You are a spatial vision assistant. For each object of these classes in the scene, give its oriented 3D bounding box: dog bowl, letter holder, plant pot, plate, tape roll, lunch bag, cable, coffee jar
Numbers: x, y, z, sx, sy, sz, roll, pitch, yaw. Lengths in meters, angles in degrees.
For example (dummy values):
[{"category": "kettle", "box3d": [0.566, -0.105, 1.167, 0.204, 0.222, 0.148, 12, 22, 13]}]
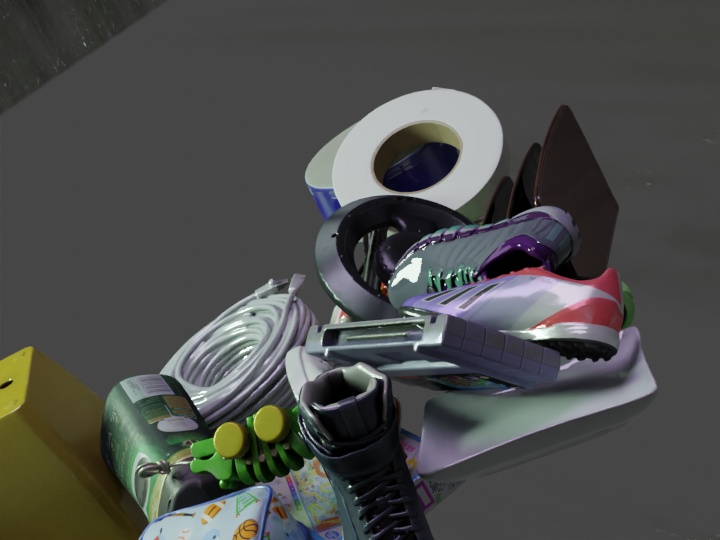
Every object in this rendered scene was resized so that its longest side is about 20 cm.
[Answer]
[{"category": "dog bowl", "box3d": [0.036, -0.123, 1.896, 0.199, 0.079, 0.200, -24, 24, 11]}, {"category": "letter holder", "box3d": [0.169, -0.053, 1.525, 0.100, 0.143, 0.200, -17, 26, 25]}, {"category": "plant pot", "box3d": [-0.337, 0.197, 1.548, 0.199, 0.177, 0.200, -26, 24, 4]}, {"category": "plate", "box3d": [0.146, 0.115, 1.299, 0.199, 0.032, 0.200, -20, 11, 9]}, {"category": "tape roll", "box3d": [0.067, -0.117, 1.752, 0.202, 0.037, 0.204, -12, 49, 14]}, {"category": "lunch bag", "box3d": [-0.125, 0.269, 1.268, 0.160, 0.076, 0.200, -23, 32, 24]}, {"category": "cable", "box3d": [0.000, 0.000, 1.613, 0.050, 0.097, 0.201, 10, 60, -5]}, {"category": "cable", "box3d": [-0.126, 0.107, 1.616, 0.199, 0.069, 0.200, -29, 25, 14]}, {"category": "coffee jar", "box3d": [-0.168, 0.182, 1.441, 0.085, 0.105, 0.200, -2, 25, -29]}]

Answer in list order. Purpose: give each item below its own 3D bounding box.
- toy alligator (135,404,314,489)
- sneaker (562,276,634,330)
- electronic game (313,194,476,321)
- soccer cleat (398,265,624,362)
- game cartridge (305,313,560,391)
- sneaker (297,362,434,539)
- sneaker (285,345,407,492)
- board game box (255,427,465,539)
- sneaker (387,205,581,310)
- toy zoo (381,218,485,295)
[{"category": "toy alligator", "box3d": [-0.099, 0.157, 1.312, 0.199, 0.055, 0.059, -25, -18, 20]}, {"category": "sneaker", "box3d": [0.143, 0.044, 1.412, 0.199, 0.084, 0.077, -22, 66, 19]}, {"category": "electronic game", "box3d": [0.052, -0.004, 1.560, 0.199, 0.042, 0.201, 8, 44, -8]}, {"category": "soccer cleat", "box3d": [0.127, 0.030, 1.331, 0.199, 0.068, 0.074, 4, 72, 30]}, {"category": "game cartridge", "box3d": [0.059, 0.072, 1.329, 0.200, 0.129, 0.039, -8, 63, 55]}, {"category": "sneaker", "box3d": [0.009, 0.165, 1.190, 0.077, 0.146, 0.203, -19, 53, -7]}, {"category": "sneaker", "box3d": [-0.008, 0.123, 1.383, 0.084, 0.073, 0.200, -27, 35, -2]}, {"category": "board game box", "box3d": [-0.015, 0.186, 1.385, 0.134, 0.034, 0.200, -37, 25, -18]}, {"category": "sneaker", "box3d": [0.096, 0.001, 1.408, 0.199, 0.075, 0.088, -23, 14, 32]}, {"category": "toy zoo", "box3d": [0.075, 0.013, 1.651, 0.131, 0.021, 0.200, -10, 30, 38]}]
